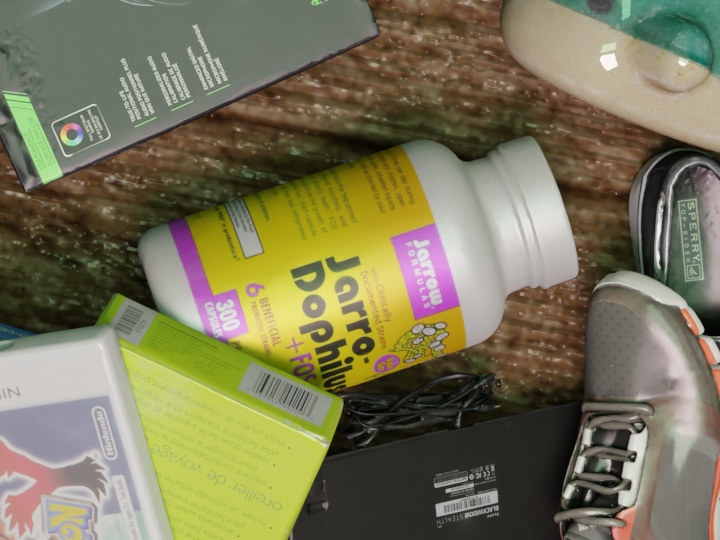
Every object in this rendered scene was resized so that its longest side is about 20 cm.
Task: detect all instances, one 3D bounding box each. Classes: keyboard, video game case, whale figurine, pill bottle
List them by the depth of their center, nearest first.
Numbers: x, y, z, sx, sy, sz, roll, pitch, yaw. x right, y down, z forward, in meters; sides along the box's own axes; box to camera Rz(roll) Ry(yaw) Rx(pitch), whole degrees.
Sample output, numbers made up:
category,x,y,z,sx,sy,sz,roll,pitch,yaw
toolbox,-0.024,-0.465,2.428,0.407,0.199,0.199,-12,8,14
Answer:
category,x,y,z,sx,sy,sz,roll,pitch,yaw
video game case,-0.175,0.130,1.345,0.181,0.023,0.201,-9,111,14
whale figurine,0.168,-0.111,1.391,0.199,0.159,0.104,23,94,13
pill bottle,0.000,0.000,1.407,0.199,0.104,0.105,-19,95,-4
keyboard,0.043,0.099,1.438,0.199,0.040,0.105,-10,101,-27

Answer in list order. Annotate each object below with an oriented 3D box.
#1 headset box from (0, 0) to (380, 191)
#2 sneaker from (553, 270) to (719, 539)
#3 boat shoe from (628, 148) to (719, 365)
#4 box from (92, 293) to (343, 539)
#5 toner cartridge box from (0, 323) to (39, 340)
category,x,y,z,sx,sy,sz,roll,pitch,yaw
headset box,-0.117,-0.150,1.391,0.199,0.093,0.175,-23,95,-3
sneaker,0.133,0.102,1.411,0.082,0.077,0.201,-21,107,-42
boat shoe,0.177,0.039,1.446,0.071,0.068,0.201,-7,94,-5
box,-0.100,0.123,1.368,0.122,0.048,0.200,25,118,0
toner cartridge box,-0.220,0.114,1.386,0.095,0.043,0.201,16,112,-2
